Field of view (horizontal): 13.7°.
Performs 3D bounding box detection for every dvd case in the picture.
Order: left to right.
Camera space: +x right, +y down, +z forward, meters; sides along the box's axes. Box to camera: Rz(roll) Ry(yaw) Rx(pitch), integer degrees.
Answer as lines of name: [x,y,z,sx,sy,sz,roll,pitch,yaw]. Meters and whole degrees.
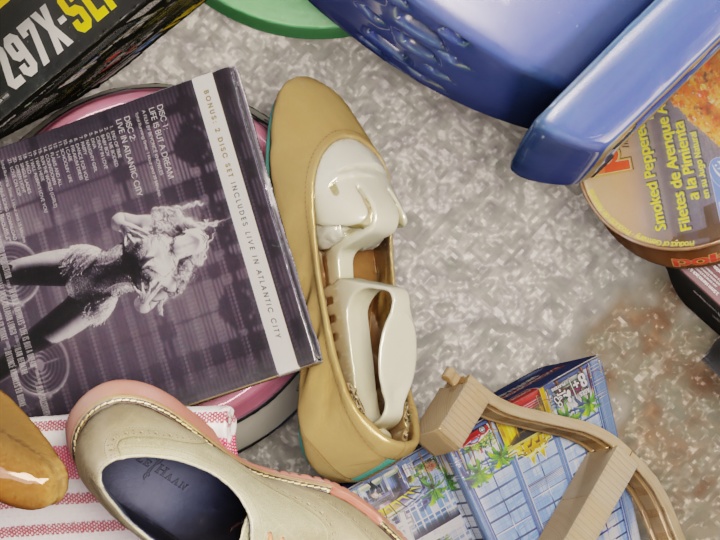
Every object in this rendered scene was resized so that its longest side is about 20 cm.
dvd case: [-0.130,0.004,1.437,0.200,0.016,0.149,-19,81,14]

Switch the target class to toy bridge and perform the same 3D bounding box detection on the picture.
toy bridge: [0.110,0.113,1.463,0.200,0.027,0.067,44,60,-18]

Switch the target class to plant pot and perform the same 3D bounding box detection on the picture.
plant pot: [0.096,-0.158,1.407,0.200,0.200,0.180,-44,87,-5]

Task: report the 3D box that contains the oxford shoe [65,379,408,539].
oxford shoe: [-0.048,0.126,1.369,0.200,0.074,0.071,29,105,-17]

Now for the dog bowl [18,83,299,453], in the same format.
dog bowl: [-0.102,-0.002,1.498,0.200,0.074,0.201,0,82,-3]

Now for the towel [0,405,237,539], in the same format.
towel: [-0.118,0.156,1.445,0.146,0.030,0.200,-4,113,9]

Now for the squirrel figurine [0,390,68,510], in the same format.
squirrel figurine: [-0.257,0.117,1.396,0.200,0.141,0.187,47,130,36]

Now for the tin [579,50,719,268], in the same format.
tin: [0.156,-0.095,1.501,0.112,0.042,0.200,-13,64,9]

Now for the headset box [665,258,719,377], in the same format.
headset box: [0.258,-0.006,1.491,0.200,0.077,0.149,-42,59,-4]

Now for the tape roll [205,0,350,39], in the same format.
tape roll: [-0.022,-0.220,1.533,0.200,0.048,0.201,0,88,-2]

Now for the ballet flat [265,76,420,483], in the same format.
ballet flat: [0.000,0.000,1.439,0.069,0.063,0.200,1,78,-43]

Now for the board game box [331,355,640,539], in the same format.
board game box: [0.069,0.175,1.482,0.200,0.062,0.200,-27,95,-30]

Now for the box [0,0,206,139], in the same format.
box: [-0.114,-0.134,1.427,0.200,0.160,0.049,-35,92,33]
